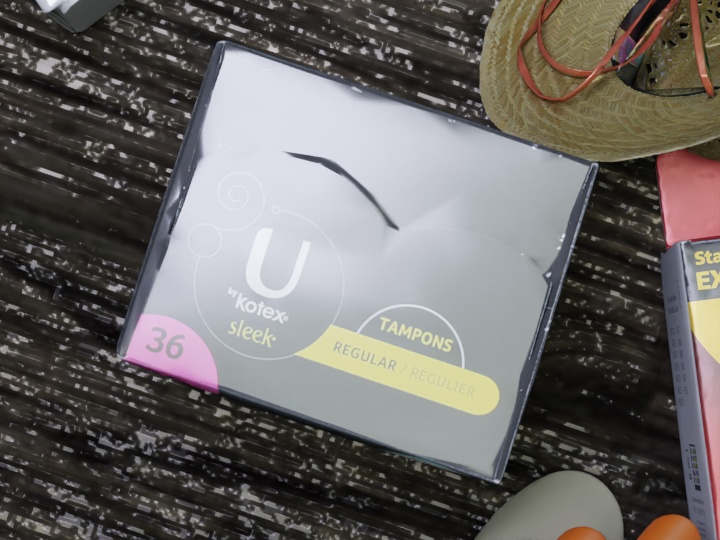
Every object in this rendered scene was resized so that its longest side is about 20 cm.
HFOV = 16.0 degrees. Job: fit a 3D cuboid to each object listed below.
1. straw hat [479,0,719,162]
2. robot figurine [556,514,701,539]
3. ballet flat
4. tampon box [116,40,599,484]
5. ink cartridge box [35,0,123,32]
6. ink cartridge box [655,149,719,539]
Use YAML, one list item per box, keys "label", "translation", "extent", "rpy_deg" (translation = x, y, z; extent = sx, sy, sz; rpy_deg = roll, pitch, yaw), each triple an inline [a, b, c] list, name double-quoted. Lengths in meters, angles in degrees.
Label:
- label: "straw hat"
  translation: [0.156, -0.092, 1.070]
  extent: [0.201, 0.201, 0.085]
  rpy_deg: [-39, 127, 0]
- label: "robot figurine"
  translation: [0.117, 0.201, 1.015]
  extent: [0.143, 0.117, 0.201]
  rpy_deg: [-15, 97, -16]
- label: "ballet flat"
  translation: [0.047, 0.173, 1.080]
  extent: [0.069, 0.069, 0.200]
  rpy_deg: [34, 89, 1]
- label: "tampon box"
  translation: [0.000, 0.000, 1.018]
  extent: [0.149, 0.200, 0.127]
  rpy_deg: [18, 89, 2]
- label: "ink cartridge box"
  translation: [-0.125, -0.222, 1.082]
  extent: [0.145, 0.084, 0.200]
  rpy_deg: [-36, 87, 0]
- label: "ink cartridge box"
  translation: [0.231, 0.020, 1.073]
  extent: [0.199, 0.084, 0.176]
  rpy_deg: [-7, 87, 0]
